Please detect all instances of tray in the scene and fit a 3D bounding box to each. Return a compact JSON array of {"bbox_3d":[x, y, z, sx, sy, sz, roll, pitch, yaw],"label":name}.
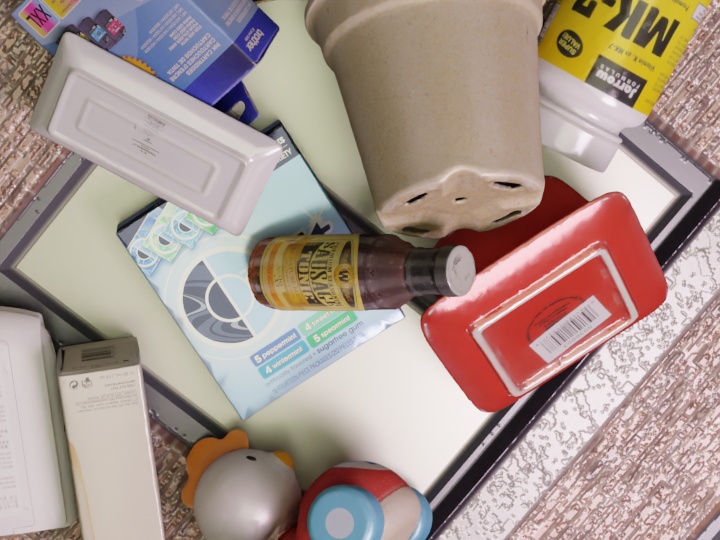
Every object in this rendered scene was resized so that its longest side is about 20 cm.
[{"bbox_3d":[-0.171,-0.105,1.495,0.200,0.022,0.107,28,127,-3],"label":"tray"}]

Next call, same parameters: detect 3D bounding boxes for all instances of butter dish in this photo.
[{"bbox_3d":[0.134,-0.005,1.558,0.200,0.148,0.200,-34,143,2],"label":"butter dish"}]

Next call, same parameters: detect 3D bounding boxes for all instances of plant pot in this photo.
[{"bbox_3d":[0.066,-0.132,1.454,0.200,0.201,0.184,-7,71,-3],"label":"plant pot"}]

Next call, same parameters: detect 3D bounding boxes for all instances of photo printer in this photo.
[{"bbox_3d":[-0.338,0.130,1.578,0.166,0.069,0.201,-8,102,-4],"label":"photo printer"}]

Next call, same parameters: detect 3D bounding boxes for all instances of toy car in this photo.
[{"bbox_3d":[-0.068,0.204,1.592,0.200,0.184,0.177,41,97,17],"label":"toy car"}]

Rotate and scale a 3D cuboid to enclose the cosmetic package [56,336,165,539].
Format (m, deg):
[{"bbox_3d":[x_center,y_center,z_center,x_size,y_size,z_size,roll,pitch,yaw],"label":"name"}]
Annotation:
[{"bbox_3d":[-0.212,0.168,1.579,0.071,0.105,0.201,-8,101,-7],"label":"cosmetic package"}]

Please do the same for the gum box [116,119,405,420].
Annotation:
[{"bbox_3d":[-0.086,0.000,1.584,0.170,0.045,0.200,-33,104,2],"label":"gum box"}]

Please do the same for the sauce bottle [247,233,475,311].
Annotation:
[{"bbox_3d":[0.000,0.000,1.480,0.200,0.066,0.066,-4,107,38],"label":"sauce bottle"}]

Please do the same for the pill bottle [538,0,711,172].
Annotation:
[{"bbox_3d":[0.210,-0.191,1.532,0.114,0.114,0.200,26,99,-10],"label":"pill bottle"}]

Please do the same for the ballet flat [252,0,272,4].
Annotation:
[{"bbox_3d":[-0.075,-0.252,1.519,0.199,0.071,0.071,-9,103,-2],"label":"ballet flat"}]

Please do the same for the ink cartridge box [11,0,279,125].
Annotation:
[{"bbox_3d":[-0.163,-0.191,1.495,0.200,0.076,0.136,43,124,-14],"label":"ink cartridge box"}]
